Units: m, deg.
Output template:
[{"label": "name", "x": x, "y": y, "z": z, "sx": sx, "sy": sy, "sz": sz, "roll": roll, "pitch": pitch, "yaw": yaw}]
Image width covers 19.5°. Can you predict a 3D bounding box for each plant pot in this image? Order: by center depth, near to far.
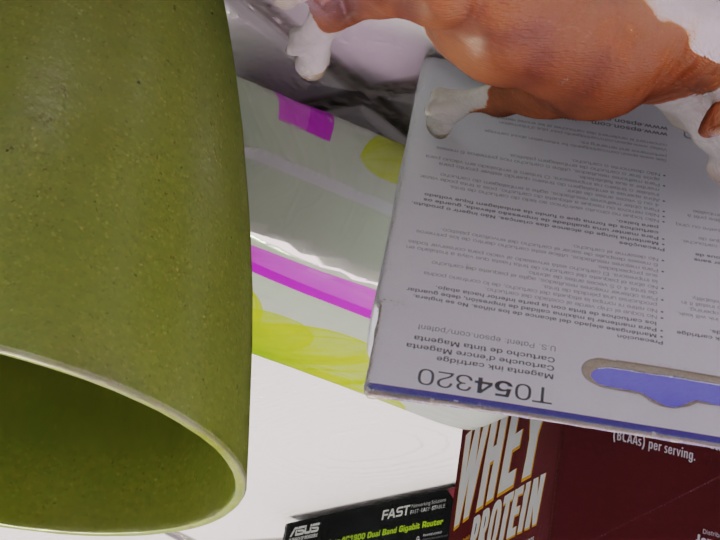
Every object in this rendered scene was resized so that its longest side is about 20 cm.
[{"label": "plant pot", "x": -0.114, "y": -0.034, "z": 0.717, "sx": 0.186, "sy": 0.201, "sz": 0.187, "roll": 8, "pitch": 156, "yaw": 3}]

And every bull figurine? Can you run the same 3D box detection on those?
[{"label": "bull figurine", "x": 0.056, "y": -0.085, "z": 0.707, "sx": 0.121, "sy": 0.065, "sz": 0.200, "roll": -13, "pitch": 148, "yaw": 43}]

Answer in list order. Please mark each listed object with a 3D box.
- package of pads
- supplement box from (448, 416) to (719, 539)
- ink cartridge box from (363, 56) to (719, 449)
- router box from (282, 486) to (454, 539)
[{"label": "package of pads", "x": 0.000, "y": 0.000, "z": 0.882, "sx": 0.199, "sy": 0.068, "sz": 0.154, "roll": 22, "pitch": 160, "yaw": -14}, {"label": "supplement box", "x": 0.152, "y": 0.124, "z": 0.972, "sx": 0.197, "sy": 0.201, "sz": 0.133, "roll": 15, "pitch": 155, "yaw": -13}, {"label": "ink cartridge box", "x": 0.105, "y": 0.006, "z": 0.737, "sx": 0.196, "sy": 0.200, "sz": 0.043, "roll": 9, "pitch": 130, "yaw": 2}, {"label": "router box", "x": 0.063, "y": 0.200, "z": 1.350, "sx": 0.150, "sy": 0.062, "sz": 0.200, "roll": 28, "pitch": 151, "yaw": -34}]
